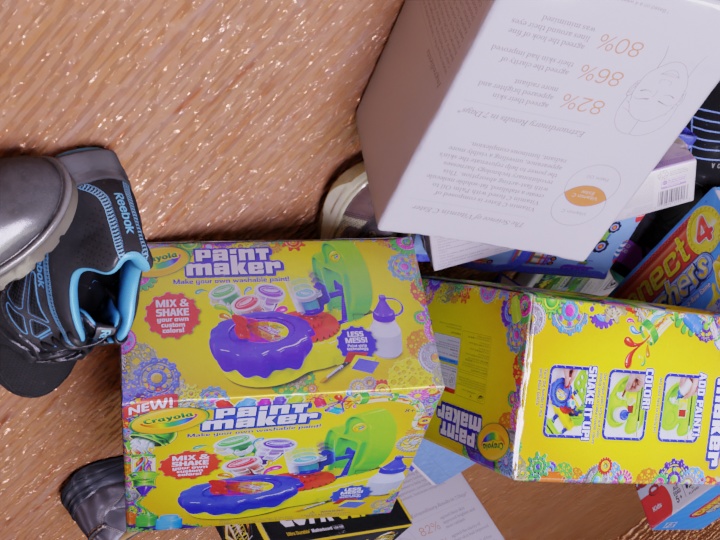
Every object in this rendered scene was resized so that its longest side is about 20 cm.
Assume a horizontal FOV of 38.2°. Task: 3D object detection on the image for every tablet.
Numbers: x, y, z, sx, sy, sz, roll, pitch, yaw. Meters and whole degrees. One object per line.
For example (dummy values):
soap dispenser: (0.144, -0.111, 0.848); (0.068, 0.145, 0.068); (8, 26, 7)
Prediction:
tablet: (0.093, 0.138, 0.973); (0.130, 0.014, 0.200); (-32, 146, 4)

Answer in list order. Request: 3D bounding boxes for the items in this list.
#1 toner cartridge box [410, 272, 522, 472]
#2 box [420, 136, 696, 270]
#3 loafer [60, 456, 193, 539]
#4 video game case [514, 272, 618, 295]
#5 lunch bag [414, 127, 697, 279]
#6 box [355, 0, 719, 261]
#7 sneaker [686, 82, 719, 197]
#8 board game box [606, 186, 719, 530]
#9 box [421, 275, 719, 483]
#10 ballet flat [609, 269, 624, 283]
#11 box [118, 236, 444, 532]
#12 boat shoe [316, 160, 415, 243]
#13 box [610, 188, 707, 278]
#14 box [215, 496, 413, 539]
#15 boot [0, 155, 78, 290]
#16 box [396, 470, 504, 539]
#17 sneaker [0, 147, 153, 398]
toner cartridge box: (0.094, 0.103, 1.028); (0.200, 0.043, 0.095); (-55, -175, 36)
box: (0.140, -0.050, 0.745); (0.198, 0.039, 0.042); (-16, 131, -3)
loafer: (-0.164, 0.201, 0.928); (0.199, 0.073, 0.073); (-11, 144, -39)
video game case: (0.245, -0.030, 1.052); (0.181, 0.022, 0.201); (-13, 147, -35)
lunch bag: (0.125, -0.076, 0.796); (0.198, 0.094, 0.151); (-1, 136, -27)
box: (0.103, -0.117, 0.614); (0.151, 0.107, 0.201); (8, 137, -21)
sneaker: (0.268, -0.117, 0.814); (0.078, 0.070, 0.200); (-30, 117, 13)
board game box: (0.275, 0.073, 0.824); (0.055, 0.197, 0.200); (5, 141, -24)
box: (0.148, 0.076, 0.786); (0.191, 0.123, 0.200); (6, -179, -24)
ballet flat: (0.295, -0.073, 0.954); (0.072, 0.072, 0.201); (-2, 124, -45)
box: (-0.066, 0.082, 0.726); (0.198, 0.123, 0.193); (-2, 144, -12)
boat shoe: (0.000, 0.000, 0.787); (0.073, 0.065, 0.201); (-25, 153, -20)
box: (0.293, -0.071, 0.898); (0.201, 0.142, 0.036); (-57, -171, 21)
box: (-0.060, 0.174, 0.902); (0.049, 0.160, 0.199); (-45, 150, 23)
boot: (-0.240, -0.049, 0.461); (0.181, 0.073, 0.201); (-31, 146, -10)
box: (0.049, 0.292, 1.151); (0.151, 0.201, 0.107); (-13, 146, -34)
sneaker: (-0.178, 0.024, 0.615); (0.073, 0.082, 0.201); (-11, 146, -37)
